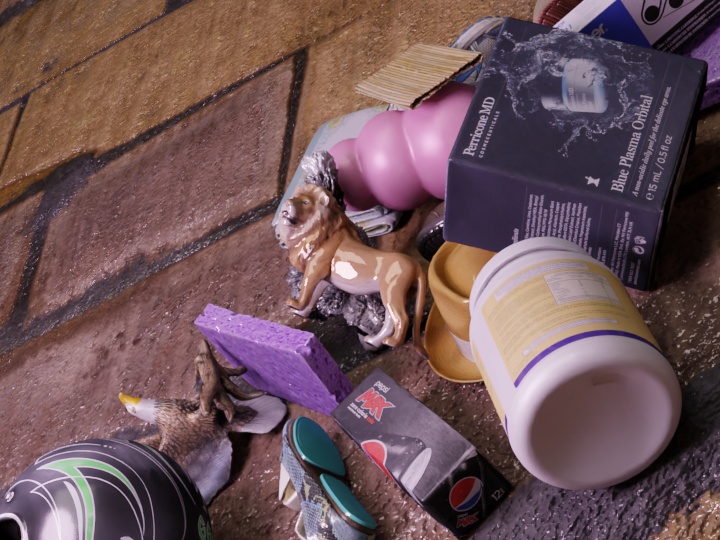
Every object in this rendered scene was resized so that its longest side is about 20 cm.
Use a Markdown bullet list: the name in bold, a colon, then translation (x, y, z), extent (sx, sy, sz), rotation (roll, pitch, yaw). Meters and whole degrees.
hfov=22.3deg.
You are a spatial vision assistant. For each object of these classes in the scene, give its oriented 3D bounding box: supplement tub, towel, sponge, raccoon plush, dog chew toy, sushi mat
- **supplement tub**: translation (0.173, 0.073, 1.537), extent (0.145, 0.145, 0.200), rotation (-35, 31, 10)
- **towel**: translation (0.001, -0.112, 2.063), extent (0.171, 0.048, 0.200), rotation (-9, 43, 38)
- **sponge**: translation (-0.079, 0.093, 1.826), extent (0.030, 0.112, 0.200), rotation (-50, 32, -18)
- **sponge**: translation (0.305, -0.191, 1.821), extent (0.200, 0.030, 0.112), rotation (-22, 35, 30)
- **raccoon plush**: translation (-0.008, -0.016, 1.832), extent (0.097, 0.200, 0.134), rotation (-28, 20, -33)
- **dog chew toy**: translation (0.052, -0.120, 1.915), extent (0.200, 0.125, 0.125), rotation (-17, 36, 13)
- **sushi mat**: translation (0.059, -0.207, 1.932), extent (0.096, 0.012, 0.200), rotation (-34, 18, -8)

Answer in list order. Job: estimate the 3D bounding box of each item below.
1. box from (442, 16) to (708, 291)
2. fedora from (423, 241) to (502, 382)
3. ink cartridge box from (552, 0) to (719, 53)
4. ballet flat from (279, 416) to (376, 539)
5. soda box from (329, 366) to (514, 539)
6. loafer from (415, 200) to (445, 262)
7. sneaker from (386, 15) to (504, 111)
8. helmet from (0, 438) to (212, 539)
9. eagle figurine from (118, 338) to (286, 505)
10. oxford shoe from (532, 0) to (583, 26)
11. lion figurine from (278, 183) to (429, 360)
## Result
- **box**: translation (0.198, -0.110, 1.681), extent (0.199, 0.118, 0.197), rotation (14, 53, 12)
- **fedora**: translation (0.122, 0.012, 1.731), extent (0.200, 0.082, 0.201), rotation (-29, 33, 21)
- **ink cartridge box**: translation (0.275, -0.247, 1.791), extent (0.200, 0.094, 0.044), rotation (-40, 31, 1)
- **ballet flat**: translation (-0.044, 0.207, 1.694), extent (0.074, 0.074, 0.200), rotation (-39, 27, 4)
- **soda box**: translation (0.051, 0.162, 1.643), extent (0.071, 0.063, 0.200), rotation (-45, 30, -6)
- **loafer**: translation (0.140, -0.078, 1.833), extent (0.200, 0.073, 0.071), rotation (-25, 34, 24)
- **sneaker**: translation (0.116, -0.202, 2.025), extent (0.200, 0.085, 0.077), rotation (-44, -9, -27)
- **helmet**: translation (-0.241, 0.251, 1.718), extent (0.200, 0.200, 0.191), rotation (-32, 56, 15)
- **eagle figurine**: translation (-0.189, 0.173, 1.867), extent (0.152, 0.151, 0.200), rotation (-17, -39, -57)
- **oxford shoe**: translation (0.221, -0.269, 2.014), extent (0.075, 0.070, 0.200), rotation (-44, 18, 56)
- **lion figurine**: translation (0.000, 0.000, 1.765), extent (0.200, 0.072, 0.123), rotation (23, 81, 17)
